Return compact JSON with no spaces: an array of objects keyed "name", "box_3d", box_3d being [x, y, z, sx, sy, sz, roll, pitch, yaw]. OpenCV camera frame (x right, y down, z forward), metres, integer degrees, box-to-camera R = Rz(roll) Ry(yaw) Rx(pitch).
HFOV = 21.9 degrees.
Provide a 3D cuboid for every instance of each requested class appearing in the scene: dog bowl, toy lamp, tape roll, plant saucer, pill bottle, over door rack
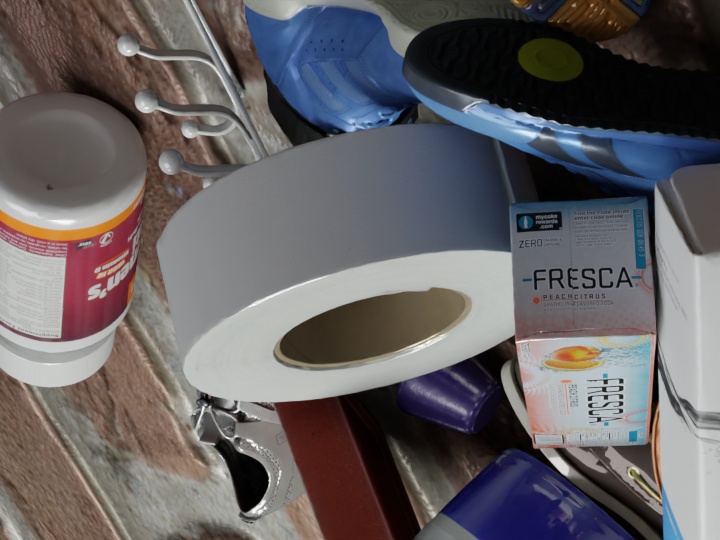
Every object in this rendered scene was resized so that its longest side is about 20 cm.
[{"name":"dog bowl","box_3d":[0.126,0.197,1.055,0.200,0.079,0.200,44,172,8]},{"name":"toy lamp","box_3d":[-0.004,0.033,1.120,0.200,0.058,0.058,31,142,24]},{"name":"tape roll","box_3d":[0.000,0.000,0.957,0.202,0.202,0.071,-47,51,55]},{"name":"plant saucer","box_3d":[0.005,0.144,1.117,0.200,0.037,0.200,55,-169,-64]},{"name":"pill bottle","box_3d":[-0.203,-0.015,1.239,0.109,0.110,0.200,36,144,16]},{"name":"over door rack","box_3d":[-0.096,-0.122,1.000,0.148,0.066,0.200,-117,11,-52]}]

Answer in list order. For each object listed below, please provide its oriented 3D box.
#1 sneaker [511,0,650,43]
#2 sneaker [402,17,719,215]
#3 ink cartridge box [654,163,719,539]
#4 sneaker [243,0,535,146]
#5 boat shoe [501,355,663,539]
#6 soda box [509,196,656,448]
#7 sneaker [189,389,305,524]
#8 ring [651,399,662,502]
[{"name":"sneaker","box_3d":[0.057,-0.188,0.840,0.200,0.075,0.088,43,-168,-20]},{"name":"sneaker","box_3d":[0.113,-0.057,0.838,0.199,0.066,0.079,11,138,-2]},{"name":"ink cartridge box","box_3d":[0.206,0.056,0.803,0.144,0.084,0.201,-6,115,0]},{"name":"sneaker","box_3d":[0.021,-0.096,0.946,0.200,0.077,0.111,20,133,37]},{"name":"boat shoe","box_3d":[0.162,0.107,1.007,0.200,0.072,0.060,47,126,12]},{"name":"soda box","box_3d":[0.109,0.031,0.899,0.063,0.069,0.200,-3,161,6]},{"name":"sneaker","box_3d":[-0.078,0.080,1.221,0.075,0.082,0.200,4,127,45]},{"name":"ring","box_3d":[0.237,0.104,0.908,0.200,0.019,0.201,12,118,23]}]
